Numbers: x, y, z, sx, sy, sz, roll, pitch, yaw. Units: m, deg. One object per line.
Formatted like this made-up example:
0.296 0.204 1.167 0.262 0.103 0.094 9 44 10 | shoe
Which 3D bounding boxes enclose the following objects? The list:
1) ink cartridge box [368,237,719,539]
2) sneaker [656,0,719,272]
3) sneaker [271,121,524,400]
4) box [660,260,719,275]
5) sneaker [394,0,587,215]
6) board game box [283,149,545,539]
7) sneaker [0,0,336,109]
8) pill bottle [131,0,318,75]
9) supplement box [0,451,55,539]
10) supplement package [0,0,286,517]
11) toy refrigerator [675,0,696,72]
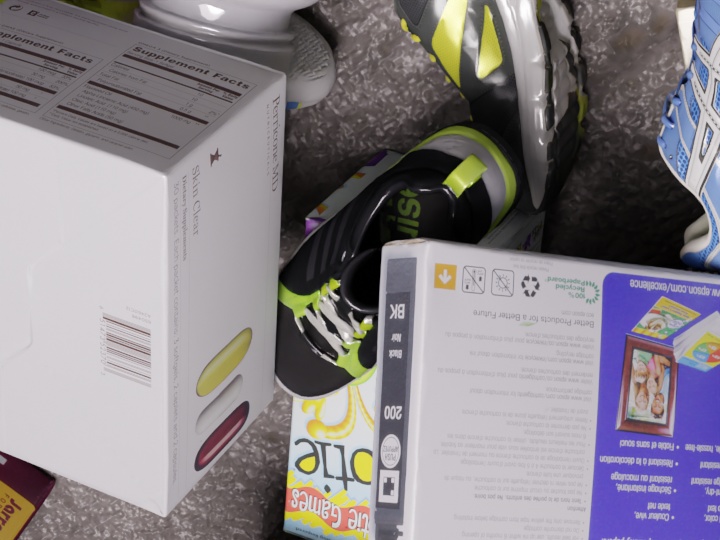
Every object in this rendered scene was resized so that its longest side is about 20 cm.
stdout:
0.097 0.094 0.973 0.043 0.197 0.201 -8 78 59 | ink cartridge box
0.176 -0.083 0.983 0.077 0.076 0.201 -6 111 18 | sneaker
0.000 0.000 1.022 0.072 0.083 0.200 43 126 5 | sneaker
0.229 0.064 1.102 0.199 0.104 0.148 -21 109 25 | box
0.063 -0.126 1.082 0.084 0.074 0.201 -4 106 25 | sneaker
0.029 0.053 1.149 0.103 0.105 0.201 16 120 20 | board game box
-0.110 -0.103 1.149 0.199 0.076 0.105 13 138 9 | sneaker
-0.055 -0.197 1.025 0.108 0.109 0.201 16 104 8 | pill bottle
-0.313 0.137 1.287 0.200 0.131 0.103 36 120 -4 | supplement box
-0.130 -0.009 1.019 0.155 0.111 0.201 19 128 20 | supplement package
0.261 -0.115 1.021 0.199 0.070 0.076 -5 114 18 | toy refrigerator
